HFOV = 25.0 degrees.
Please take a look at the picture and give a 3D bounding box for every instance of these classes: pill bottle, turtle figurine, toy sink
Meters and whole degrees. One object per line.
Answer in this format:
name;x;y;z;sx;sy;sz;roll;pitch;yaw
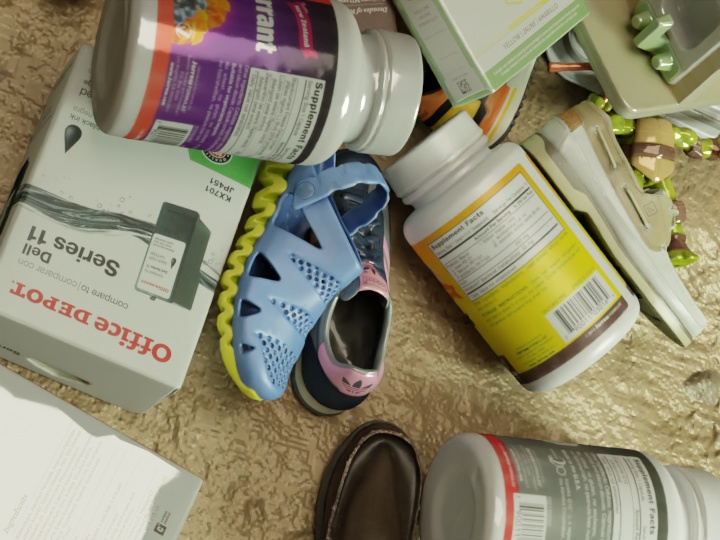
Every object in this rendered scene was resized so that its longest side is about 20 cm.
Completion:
pill bottle;0.152;0.178;1.137;0.199;0.114;0.115;8;72;-23
turtle figurine;0.221;-0.088;1.297;0.199;0.064;0.162;9;79;-30
pill bottle;-0.066;-0.129;1.053;0.199;0.111;0.112;7;73;-22
pill bottle;0.107;-0.017;1.198;0.109;0.109;0.200;-40;94;-28
toy sink;0.273;-0.210;1.255;0.199;0.112;0.131;-11;70;-35

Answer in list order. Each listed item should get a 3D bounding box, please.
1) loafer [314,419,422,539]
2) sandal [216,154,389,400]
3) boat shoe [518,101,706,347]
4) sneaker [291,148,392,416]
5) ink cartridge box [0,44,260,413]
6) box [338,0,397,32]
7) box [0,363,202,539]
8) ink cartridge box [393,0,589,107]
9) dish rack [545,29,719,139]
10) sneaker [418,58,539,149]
loafer;0.007;0.198;1.111;0.073;0.071;0.201;20;68;-19
sandal;-0.038;-0.008;1.101;0.087;0.080;0.201;9;73;20
boat shoe;0.204;-0.035;1.218;0.068;0.075;0.200;-38;100;-5
sneaker;0.000;0.000;1.158;0.070;0.082;0.201;10;71;-22
ink cartridge box;-0.164;-0.026;1.089;0.146;0.083;0.201;24;67;-17
box;-0.024;-0.222;1.194;0.075;0.100;0.201;-3;77;-12
box;-0.218;0.131;0.997;0.200;0.124;0.098;32;64;-14
ink cartridge box;0.069;-0.237;1.171;0.145;0.048;0.201;-40;105;-41
dish rack;0.257;-0.211;1.361;0.199;0.044;0.172;21;68;-17
sneaker;0.094;-0.192;1.263;0.090;0.070;0.201;26;68;-20
